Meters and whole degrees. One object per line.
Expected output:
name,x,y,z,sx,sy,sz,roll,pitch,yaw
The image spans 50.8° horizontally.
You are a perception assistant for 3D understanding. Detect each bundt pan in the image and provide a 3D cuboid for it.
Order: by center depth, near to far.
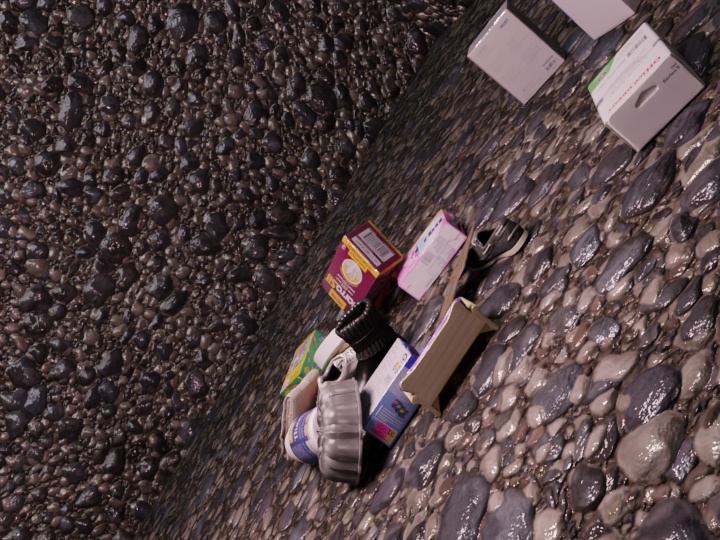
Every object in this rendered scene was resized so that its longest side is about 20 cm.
bundt pan,-0.045,0.312,1.466,0.202,0.074,0.208,180,90,-82

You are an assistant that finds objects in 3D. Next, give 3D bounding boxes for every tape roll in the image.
tape roll,-0.034,0.168,1.899,0.202,0.037,0.203,-43,-14,-14

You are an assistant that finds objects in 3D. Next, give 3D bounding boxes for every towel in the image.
towel,-0.145,0.346,1.823,0.132,0.034,0.204,-43,-33,-53

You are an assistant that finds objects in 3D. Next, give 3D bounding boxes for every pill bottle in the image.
pill bottle,-0.097,0.365,1.674,0.200,0.110,0.112,-40,19,56

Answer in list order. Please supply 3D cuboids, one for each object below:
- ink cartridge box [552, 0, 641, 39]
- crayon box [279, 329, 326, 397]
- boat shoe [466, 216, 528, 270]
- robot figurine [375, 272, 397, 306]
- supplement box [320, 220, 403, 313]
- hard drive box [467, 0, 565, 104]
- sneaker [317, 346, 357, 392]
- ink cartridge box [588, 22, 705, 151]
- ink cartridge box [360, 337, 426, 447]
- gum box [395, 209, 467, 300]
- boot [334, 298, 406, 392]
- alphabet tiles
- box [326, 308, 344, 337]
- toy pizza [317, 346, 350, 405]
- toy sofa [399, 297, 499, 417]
ink cartridge box,0.559,-0.666,1.704,0.203,0.146,0.144,-60,13,-17
crayon box,-0.166,0.286,2.277,0.119,0.058,0.202,-47,15,35
boat shoe,0.254,-0.055,1.504,0.073,0.067,0.200,-62,10,-22
robot figurine,0.022,0.017,2.067,0.143,0.117,0.202,-35,32,14
supplement box,0.000,0.000,1.870,0.103,0.131,0.201,-33,-19,-39
hard drive box,0.395,-0.551,1.924,0.156,0.198,0.077,-46,15,34
sneaker,-0.020,0.209,1.706,0.074,0.082,0.201,23,64,42
ink cartridge box,0.470,-0.309,1.268,0.146,0.083,0.201,-49,14,29
ink cartridge box,0.074,0.219,1.467,0.202,0.076,0.136,-57,12,3
gum box,0.169,-0.044,1.801,0.201,0.065,0.114,-53,13,15
boot,-0.003,0.184,1.630,0.079,0.158,0.214,11,63,50
alphabet tiles,0.191,0.026,1.543,0.169,0.007,0.202,107,-177,-47
box,-0.042,0.165,2.140,0.160,0.044,0.202,-35,24,58
toy pizza,-0.046,0.259,1.793,0.200,0.031,0.203,-43,29,31
toy sofa,0.145,0.144,1.338,0.202,0.097,0.083,-57,13,0
